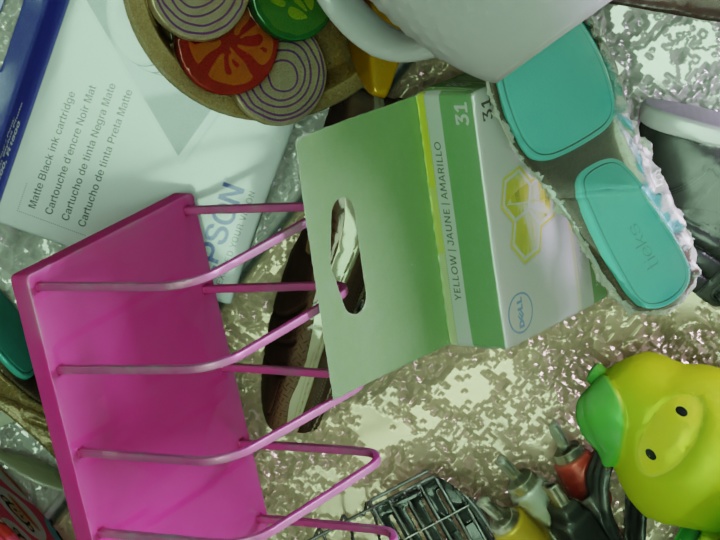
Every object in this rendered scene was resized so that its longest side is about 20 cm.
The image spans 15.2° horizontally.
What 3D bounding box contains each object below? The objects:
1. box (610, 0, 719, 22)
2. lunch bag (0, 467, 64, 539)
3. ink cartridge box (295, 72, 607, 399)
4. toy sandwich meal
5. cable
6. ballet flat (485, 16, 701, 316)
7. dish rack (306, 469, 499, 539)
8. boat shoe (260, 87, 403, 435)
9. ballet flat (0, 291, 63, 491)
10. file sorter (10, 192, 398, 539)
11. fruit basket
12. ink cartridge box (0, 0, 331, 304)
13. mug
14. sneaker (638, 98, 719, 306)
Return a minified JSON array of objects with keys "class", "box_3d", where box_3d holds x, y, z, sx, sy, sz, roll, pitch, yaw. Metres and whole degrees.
[{"class":"box","box_3d":[0.217,-0.216,1.407,0.199,0.166,0.165,9,105,-2]},{"class":"lunch bag","box_3d":[-0.201,0.173,1.509,0.082,0.176,0.200,-42,79,4]},{"class":"ink cartridge box","box_3d":[0.053,-0.027,1.449,0.048,0.200,0.146,2,108,37]},{"class":"toy sandwich meal","box_3d":[-0.032,-0.173,1.417,0.204,0.070,0.206,-7,107,-25]},{"class":"cable","box_3d":[0.145,0.176,1.575,0.097,0.050,0.201,-42,118,-23]},{"class":"ballet flat","box_3d":[0.117,-0.066,1.441,0.071,0.072,0.201,-24,105,7]},{"class":"dish rack","box_3d":[-0.001,0.208,1.573,0.199,0.055,0.154,-28,103,5]},{"class":"boat shoe","box_3d":[0.001,0.002,1.514,0.074,0.075,0.203,11,109,-16]},{"class":"ballet flat","box_3d":[-0.196,0.073,1.542,0.200,0.068,0.072,42,109,-13]},{"class":"file sorter","box_3d":[-0.074,0.074,1.435,0.125,0.139,0.201,0,109,38]},{"class":"fruit basket","box_3d":[0.222,0.118,1.495,0.214,0.156,0.217,-8,114,-19]},{"class":"ink cartridge box","box_3d":[-0.131,-0.106,1.505,0.199,0.041,0.201,19,103,-3]},{"class":"mug","box_3d":[0.036,-0.177,1.311,0.176,0.147,0.200,55,140,-1]},{"class":"sneaker","box_3d":[0.239,-0.022,1.506,0.199,0.071,0.100,17,105,3]}]
